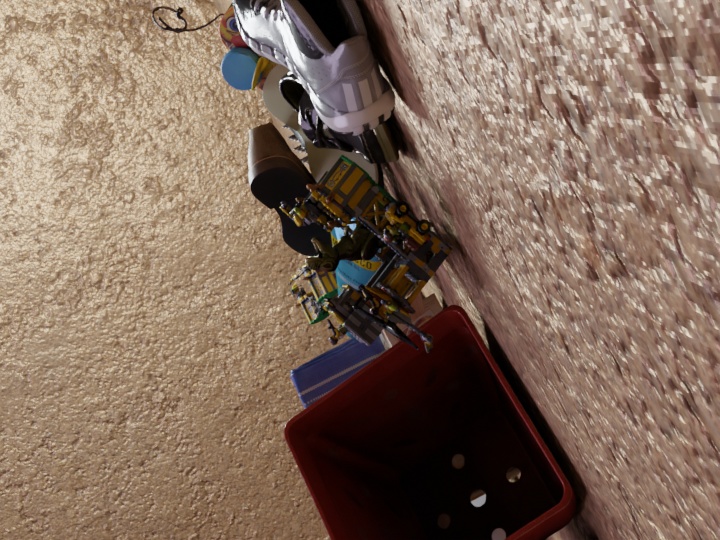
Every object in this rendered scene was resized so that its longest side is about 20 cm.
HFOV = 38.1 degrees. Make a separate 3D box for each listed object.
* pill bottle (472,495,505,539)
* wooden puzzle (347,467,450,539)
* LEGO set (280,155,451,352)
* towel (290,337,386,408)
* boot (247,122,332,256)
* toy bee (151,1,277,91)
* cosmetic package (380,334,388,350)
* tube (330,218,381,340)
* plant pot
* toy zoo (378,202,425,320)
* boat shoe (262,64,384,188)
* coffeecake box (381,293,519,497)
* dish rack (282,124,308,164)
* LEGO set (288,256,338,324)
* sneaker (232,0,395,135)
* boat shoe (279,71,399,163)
[{"bbox_3d":[0.165,0.338,1.337,0.202,0.118,0.120,65,176,-36],"label":"pill bottle"},{"bbox_3d":[0.043,0.246,1.073,0.185,0.037,0.200,47,-160,-5],"label":"wooden puzzle"},{"bbox_3d":[-0.011,-0.004,0.880,0.153,0.116,0.200,40,175,-13],"label":"LEGO set"},{"bbox_3d":[0.016,0.175,1.163,0.024,0.144,0.202,-36,79,44],"label":"towel"},{"bbox_3d":[-0.065,-0.083,1.104,0.201,0.072,0.077,57,-166,-57],"label":"boot"},{"bbox_3d":[-0.116,-0.251,1.139,0.197,0.109,0.133,18,-134,-30],"label":"toy bee"},{"bbox_3d":[0.051,0.116,1.350,0.152,0.051,0.202,-72,-31,-41],"label":"cosmetic package"},{"bbox_3d":[0.000,0.000,1.080,0.077,0.051,0.202,27,150,20],"label":"tube"},{"bbox_3d":[0.082,0.189,0.942,0.202,0.199,0.176,60,-169,31],"label":"plant pot"},{"bbox_3d":[0.002,-0.050,1.116,0.200,0.020,0.133,49,162,48],"label":"toy zoo"},{"bbox_3d":[-0.028,-0.137,1.066,0.063,0.074,0.202,19,-154,-50],"label":"boat shoe"},{"bbox_3d":[0.102,0.145,1.153,0.202,0.072,0.154,62,178,16],"label":"coffeecake box"},{"bbox_3d":[-0.056,-0.156,1.332,0.203,0.054,0.153,64,171,-14],"label":"dish rack"},{"bbox_3d":[-0.038,-0.017,1.473,0.117,0.152,0.200,61,174,11],"label":"LEGO set"},{"bbox_3d":[-0.042,-0.198,0.762,0.200,0.074,0.116,48,165,35],"label":"sneaker"},{"bbox_3d":[-0.022,-0.134,0.908,0.074,0.064,0.200,66,175,-29],"label":"boat shoe"}]
